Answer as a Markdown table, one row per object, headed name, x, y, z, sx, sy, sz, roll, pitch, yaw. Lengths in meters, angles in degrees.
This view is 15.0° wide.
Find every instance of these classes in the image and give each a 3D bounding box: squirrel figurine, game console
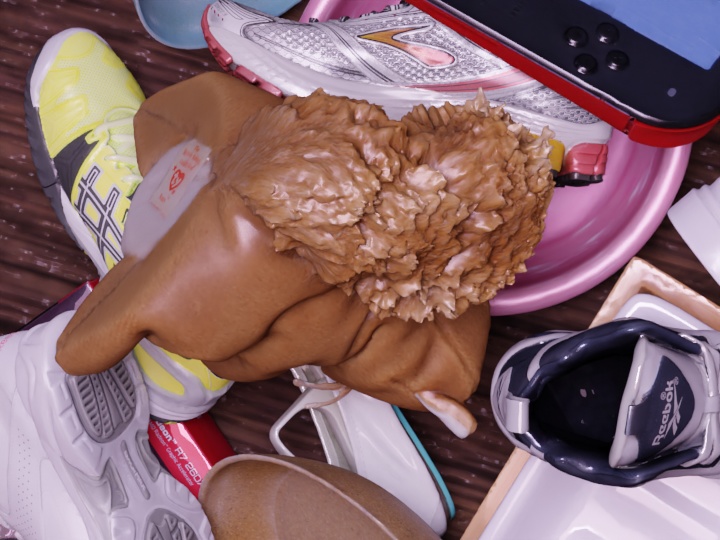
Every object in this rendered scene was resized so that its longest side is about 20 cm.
| name | x | y | z | sx | sy | sz | roll | pitch | yaw |
| --- | --- | --- | --- | --- | --- | --- | --- | --- | --- |
| squirrel figurine | 0.000 | 0.000 | 1.219 | 0.187 | 0.142 | 0.200 | 32 | 143 | -29 |
| game console | 0.122 | -0.162 | 1.270 | 0.177 | 0.031 | 0.200 | 33 | 59 | 5 |

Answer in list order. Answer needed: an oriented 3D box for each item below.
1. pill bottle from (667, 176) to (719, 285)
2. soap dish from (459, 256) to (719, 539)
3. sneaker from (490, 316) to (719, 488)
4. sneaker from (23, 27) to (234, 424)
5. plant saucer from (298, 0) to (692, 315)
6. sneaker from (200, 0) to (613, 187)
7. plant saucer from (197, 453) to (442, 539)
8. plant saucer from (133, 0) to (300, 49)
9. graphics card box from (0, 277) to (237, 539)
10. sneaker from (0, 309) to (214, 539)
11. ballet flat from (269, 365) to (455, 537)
| name | x | y | z | sx | sy | sz | roll | pitch | yaw |
| --- | --- | --- | --- | --- | --- | --- | --- | --- | --- |
| pill bottle | 0.242 | -0.063 | 1.275 | 0.200 | 0.104 | 0.104 | -40 | 87 | 10 |
| soap dish | 0.148 | 0.117 | 1.316 | 0.157 | 0.081 | 0.200 | 31 | 98 | 6 |
| sneaker | 0.152 | 0.060 | 1.204 | 0.199 | 0.130 | 0.080 | 6 | 96 | 9 |
| sneaker | -0.100 | -0.029 | 1.333 | 0.076 | 0.075 | 0.200 | -29 | 81 | 49 |
| plant saucer | 0.063 | -0.079 | 1.332 | 0.200 | 0.051 | 0.201 | 1 | 95 | 9 |
| sneaker | 0.024 | -0.097 | 1.282 | 0.200 | 0.078 | 0.082 | 13 | 87 | 2 |
| plant saucer | 0.004 | 0.162 | 1.316 | 0.035 | 0.200 | 0.200 | -38 | 87 | -31 |
| plant saucer | -0.037 | -0.190 | 1.272 | 0.027 | 0.200 | 0.200 | 42 | 100 | 21 |
| graphics card box | -0.174 | 0.107 | 1.386 | 0.200 | 0.051 | 0.126 | -34 | 89 | 11 |
| sneaker | -0.138 | 0.114 | 1.328 | 0.099 | 0.078 | 0.200 | -6 | 107 | 37 |
| ballet flat | -0.023 | 0.053 | 1.343 | 0.069 | 0.069 | 0.200 | -26 | 92 | 10 |
